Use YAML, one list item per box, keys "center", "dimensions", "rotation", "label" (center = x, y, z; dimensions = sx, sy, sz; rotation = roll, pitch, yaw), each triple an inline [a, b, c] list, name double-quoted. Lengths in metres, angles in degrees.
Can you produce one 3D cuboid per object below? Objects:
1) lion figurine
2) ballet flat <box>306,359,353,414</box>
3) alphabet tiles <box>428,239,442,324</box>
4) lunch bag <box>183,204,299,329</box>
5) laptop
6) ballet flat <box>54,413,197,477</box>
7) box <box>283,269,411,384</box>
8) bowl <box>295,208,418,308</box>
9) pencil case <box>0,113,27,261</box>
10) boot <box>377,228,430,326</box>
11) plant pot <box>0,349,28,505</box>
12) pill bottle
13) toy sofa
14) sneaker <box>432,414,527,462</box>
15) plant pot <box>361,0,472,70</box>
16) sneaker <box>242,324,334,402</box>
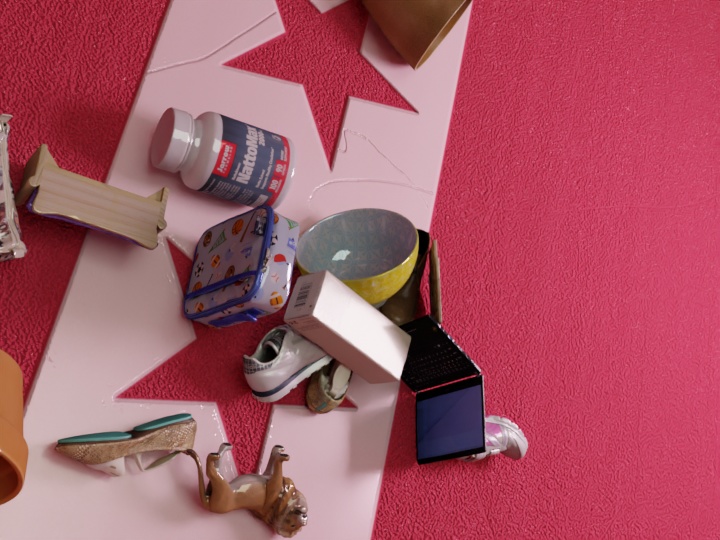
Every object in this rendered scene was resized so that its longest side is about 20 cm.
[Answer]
- center: [-0.161, 0.312, 1.406]
  dimensions: [0.197, 0.072, 0.124]
  rotation: [10, 97, -24]
  label: "lion figurine"
- center: [-0.028, 0.130, 1.563]
  dimensions: [0.070, 0.070, 0.202]
  rotation: [33, 58, -21]
  label: "ballet flat"
- center: [0.121, 0.043, 1.626]
  dimensions: [0.006, 0.200, 0.169]
  rotation: [-2, 83, 0]
  label: "alphabet tiles"
- center: [-0.171, 0.001, 1.421]
  dimensions: [0.075, 0.199, 0.162]
  rotation: [29, 59, -33]
  label: "lunch bag"
- center: [0.099, 0.191, 1.562]
  dimensions: [0.200, 0.176, 0.104]
  rotation: [47, 54, -14]
  label: "laptop"
- center: [-0.307, 0.241, 1.333]
  dimensions: [0.198, 0.070, 0.066]
  rotation: [-6, 92, -33]
  label: "ballet flat"
- center: [-0.017, 0.087, 1.489]
  dimensions: [0.200, 0.068, 0.083]
  rotation: [41, 54, -32]
  label: "box"
- center: [0.000, 0.000, 1.580]
  dimensions: [0.200, 0.198, 0.109]
  rotation: [-40, 135, -37]
  label: "bowl"
- center: [-0.486, -0.103, 1.303]
  dimensions: [0.077, 0.089, 0.203]
  rotation: [5, 70, -58]
  label: "pencil case"
- center: [0.074, 0.011, 1.641]
  dimensions: [0.073, 0.076, 0.202]
  rotation: [20, 48, -4]
  label: "boot"
- center: [-0.481, 0.171, 1.166]
  dimensions: [0.198, 0.200, 0.142]
  rotation: [24, 45, -26]
  label: "plant pot"
- center: [-0.208, -0.171, 1.504]
  dimensions: [0.198, 0.119, 0.121]
  rotation: [15, 66, -30]
  label: "pill bottle"
- center: [-0.372, -0.088, 1.383]
  dimensions: [0.198, 0.082, 0.099]
  rotation: [18, 66, -30]
  label: "toy sofa"
- center: [0.189, 0.282, 1.664]
  dimensions: [0.198, 0.081, 0.089]
  rotation: [25, 63, -17]
  label: "sneaker"
- center: [0.083, -0.499, 1.796]
  dimensions: [0.199, 0.187, 0.187]
  rotation: [40, 55, -1]
  label: "plant pot"
- center: [-0.095, 0.111, 1.499]
  dimensions: [0.200, 0.076, 0.081]
  rotation: [-41, 124, -36]
  label: "sneaker"
